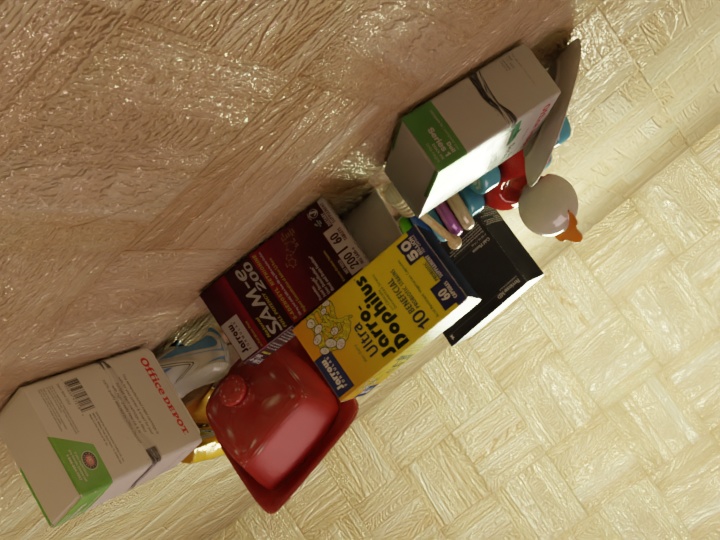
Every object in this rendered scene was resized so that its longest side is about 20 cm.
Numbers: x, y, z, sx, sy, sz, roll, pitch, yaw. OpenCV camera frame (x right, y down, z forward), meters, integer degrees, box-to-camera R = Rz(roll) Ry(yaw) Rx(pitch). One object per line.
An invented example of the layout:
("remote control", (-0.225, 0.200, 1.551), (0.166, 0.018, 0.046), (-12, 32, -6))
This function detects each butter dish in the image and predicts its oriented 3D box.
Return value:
("butter dish", (-0.136, 0.186, 1.297), (0.201, 0.199, 0.147), (-49, 136, 2))

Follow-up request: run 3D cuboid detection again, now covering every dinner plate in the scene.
("dinner plate", (0.251, -0.214, 1.277), (0.200, 0.024, 0.205), (-164, -91, -89))

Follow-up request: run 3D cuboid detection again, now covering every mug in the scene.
("mug", (0.002, 0.004, 1.305), (0.151, 0.151, 0.187), (-32, 151, 2))

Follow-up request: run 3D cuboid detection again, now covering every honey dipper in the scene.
("honey dipper", (0.097, -0.074, 1.380), (0.038, 0.038, 0.199), (-38, 146, 13))

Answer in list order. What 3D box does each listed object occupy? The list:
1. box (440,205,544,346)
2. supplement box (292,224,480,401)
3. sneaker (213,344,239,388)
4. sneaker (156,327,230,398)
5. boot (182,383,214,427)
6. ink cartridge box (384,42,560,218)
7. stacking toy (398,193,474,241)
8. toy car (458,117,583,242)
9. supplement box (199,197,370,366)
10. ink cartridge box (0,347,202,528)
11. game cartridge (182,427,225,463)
("box", (0.201, 0.002, 1.755), (0.200, 0.184, 0.103), (-42, 166, 28))
("supplement box", (0.034, 0.054, 1.162), (0.199, 0.110, 0.109), (-40, 167, 11))
("sneaker", (-0.158, 0.150, 1.513), (0.196, 0.078, 0.080), (-12, 168, -20))
("sneaker", (-0.264, 0.143, 1.286), (0.197, 0.074, 0.072), (-25, 145, 11))
("boot", (-0.236, 0.184, 1.407), (0.200, 0.072, 0.142), (-32, 152, 35))
("ink cartridge box", (0.137, -0.173, 1.185), (0.198, 0.085, 0.146), (-33, 168, -16))
("stacking toy", (0.078, -0.052, 1.485), (0.198, 0.086, 0.085), (-34, 168, 8))
("toy car", (0.274, -0.114, 1.497), (0.182, 0.202, 0.177), (-31, 167, -18))
("supplement box", (-0.090, 0.015, 1.190), (0.199, 0.110, 0.061), (-38, 168, 2))
("ink cartridge box", (-0.311, 0.194, 1.143), (0.084, 0.147, 0.199), (-43, 165, 32))
("game cartridge", (-0.291, 0.257, 1.447), (0.172, 0.033, 0.200), (6, 176, 15))
